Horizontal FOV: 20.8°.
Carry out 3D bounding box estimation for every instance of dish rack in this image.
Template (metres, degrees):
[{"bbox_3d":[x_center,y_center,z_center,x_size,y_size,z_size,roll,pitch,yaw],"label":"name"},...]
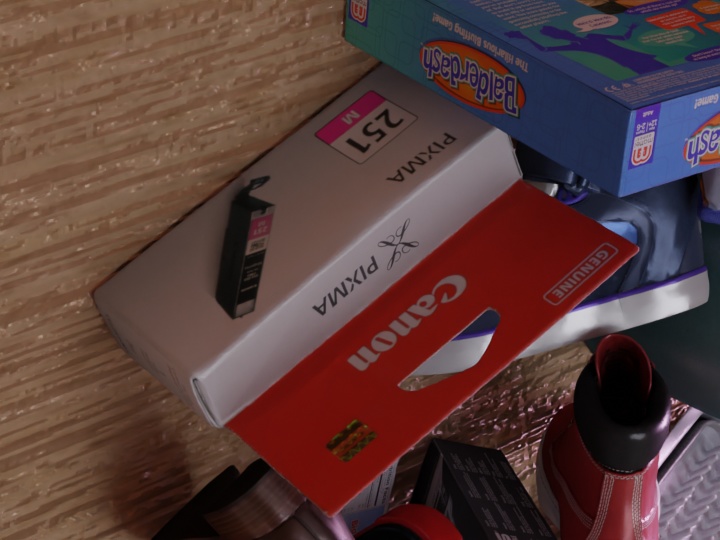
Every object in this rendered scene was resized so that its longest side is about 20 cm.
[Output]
[{"bbox_3d":[0.238,0.193,1.242,0.201,0.043,0.171,55,40,-3],"label":"dish rack"}]

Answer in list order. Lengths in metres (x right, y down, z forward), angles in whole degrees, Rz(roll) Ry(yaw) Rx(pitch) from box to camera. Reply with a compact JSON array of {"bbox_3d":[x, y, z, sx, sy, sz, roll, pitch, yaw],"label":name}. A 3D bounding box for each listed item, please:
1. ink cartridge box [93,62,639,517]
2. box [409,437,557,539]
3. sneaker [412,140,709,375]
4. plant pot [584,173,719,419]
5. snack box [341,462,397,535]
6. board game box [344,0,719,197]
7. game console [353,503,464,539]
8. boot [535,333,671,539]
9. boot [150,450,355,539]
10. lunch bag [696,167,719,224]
[{"bbox_3d":[0.000,0.000,0.914,0.200,0.173,0.044,-39,133,-17],"label":"ink cartridge box"},{"bbox_3d":[0.061,0.207,1.074,0.049,0.200,0.159,12,108,-17],"label":"box"},{"bbox_3d":[0.086,-0.032,1.061,0.198,0.081,0.148,-14,93,-5],"label":"sneaker"},{"bbox_3d":[0.252,0.006,1.154,0.199,0.161,0.202,-22,128,-32],"label":"plant pot"},{"bbox_3d":[-0.023,0.161,1.097,0.071,0.024,0.202,-7,118,-40],"label":"snack box"},{"bbox_3d":[0.110,-0.108,0.932,0.151,0.200,0.045,-16,125,-33],"label":"board game box"},{"bbox_3d":[0.006,0.232,1.012,0.200,0.178,0.031,-36,164,37],"label":"game console"},{"bbox_3d":[0.140,0.086,1.099,0.072,0.200,0.146,1,112,0],"label":"boot"},{"bbox_3d":[-0.012,0.186,0.954,0.064,0.186,0.200,-43,96,-21],"label":"boot"},{"bbox_3d":[0.250,-0.138,1.048,0.201,0.123,0.171,-60,160,-47],"label":"lunch bag"}]
